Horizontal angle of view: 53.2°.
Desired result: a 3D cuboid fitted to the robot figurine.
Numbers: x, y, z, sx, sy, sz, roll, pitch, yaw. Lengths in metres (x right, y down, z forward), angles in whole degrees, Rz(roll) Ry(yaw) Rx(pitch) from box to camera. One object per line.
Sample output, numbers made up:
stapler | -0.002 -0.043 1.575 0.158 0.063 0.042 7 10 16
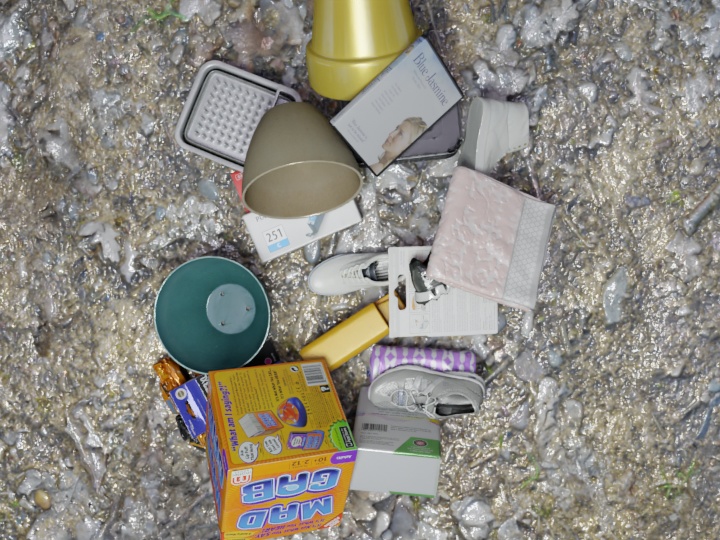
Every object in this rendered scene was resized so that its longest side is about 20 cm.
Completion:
robot figurine | -0.292 0.238 1.323 0.145 0.058 0.200 -30 90 3

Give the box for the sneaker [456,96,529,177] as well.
sneaker | 0.236 -0.198 1.253 0.115 0.074 0.200 -2 119 -22

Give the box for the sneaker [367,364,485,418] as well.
sneaker | 0.110 0.208 1.206 0.199 0.082 0.075 -4 116 7

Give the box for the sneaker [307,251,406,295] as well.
sneaker | 0.000 0.000 1.283 0.199 0.071 0.073 -14 92 5

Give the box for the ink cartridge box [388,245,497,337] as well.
ink cartridge box | 0.142 0.034 1.266 0.199 0.050 0.161 -2 94 -9

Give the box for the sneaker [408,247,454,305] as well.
sneaker | 0.168 -0.023 1.209 0.200 0.066 0.091 -26 103 -7

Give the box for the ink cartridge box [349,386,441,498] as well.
ink cartridge box | 0.061 0.287 1.228 0.144 0.200 0.084 5 111 3

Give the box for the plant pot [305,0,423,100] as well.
plant pot | 0.005 -0.402 1.162 0.200 0.201 0.189 -3 128 4

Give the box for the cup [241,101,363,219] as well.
cup | -0.106 -0.192 1.193 0.200 0.200 0.144 -14 70 5

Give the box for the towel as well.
towel | 0.218 -0.052 1.180 0.191 0.032 0.200 20 72 -8

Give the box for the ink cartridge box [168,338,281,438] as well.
ink cartridge box | -0.230 0.210 1.289 0.200 0.037 0.095 -28 91 -21

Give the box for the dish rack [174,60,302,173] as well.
dish rack | -0.216 -0.268 1.291 0.200 0.044 0.172 22 89 2

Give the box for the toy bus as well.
toy bus | -0.006 0.114 1.283 0.200 0.078 0.065 -33 82 5

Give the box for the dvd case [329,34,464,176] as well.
dvd case | 0.062 -0.259 1.151 0.200 0.143 0.018 -42 45 5

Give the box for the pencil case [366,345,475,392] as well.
pencil case | 0.108 0.180 1.279 0.199 0.084 0.086 1 63 5

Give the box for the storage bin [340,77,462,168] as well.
storage bin | 0.072 -0.258 1.253 0.199 0.094 0.136 -6 93 3

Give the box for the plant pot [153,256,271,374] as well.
plant pot | -0.245 0.073 1.272 0.199 0.135 0.201 0 93 5

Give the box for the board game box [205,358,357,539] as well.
board game box | -0.140 0.294 1.180 0.199 0.200 0.200 -3 129 -19

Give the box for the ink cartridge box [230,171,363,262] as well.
ink cartridge box | -0.119 -0.132 1.298 0.200 0.045 0.177 -23 92 5
